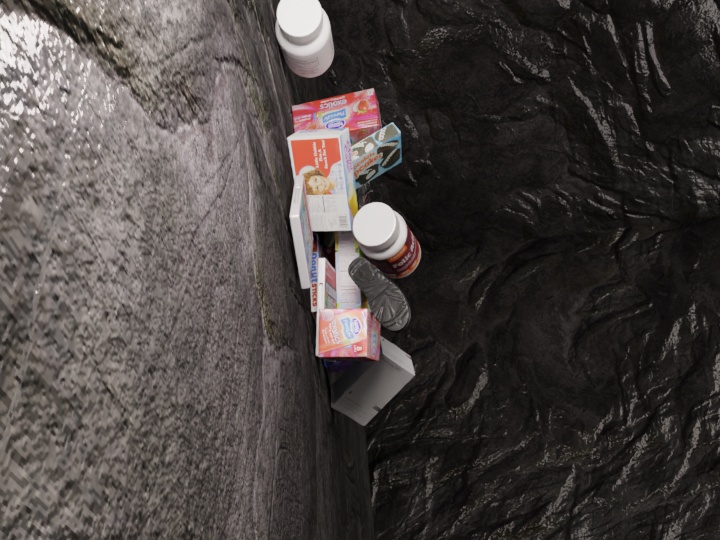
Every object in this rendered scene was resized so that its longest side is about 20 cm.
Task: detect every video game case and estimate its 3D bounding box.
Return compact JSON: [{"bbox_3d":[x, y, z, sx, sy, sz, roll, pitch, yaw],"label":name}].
[{"bbox_3d":[-0.110,-0.078,1.191,0.201,0.017,0.145,-94,178,-61],"label":"video game case"},{"bbox_3d":[-0.071,0.088,1.345,0.143,0.017,0.204,56,34,-75],"label":"video game case"}]

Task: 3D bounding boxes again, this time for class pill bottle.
[{"bbox_3d":[-0.115,-0.485,1.289,0.200,0.112,0.117,63,20,-88],"label":"pill bottle"},{"bbox_3d":[0.058,-0.065,1.368,0.200,0.112,0.116,44,37,-64],"label":"pill bottle"}]

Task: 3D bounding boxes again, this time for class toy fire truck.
[{"bbox_3d":[-0.064,-0.040,1.734,0.176,0.126,0.203,-92,165,-74],"label":"toy fire truck"}]

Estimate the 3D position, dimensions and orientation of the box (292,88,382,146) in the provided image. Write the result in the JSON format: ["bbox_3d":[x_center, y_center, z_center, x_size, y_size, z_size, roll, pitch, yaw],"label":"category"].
[{"bbox_3d":[-0.050,-0.330,1.436,0.096,0.196,0.102,63,19,-68],"label":"box"}]

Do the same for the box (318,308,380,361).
[{"bbox_3d":[-0.019,0.136,1.292,0.200,0.101,0.097,51,38,-77],"label":"box"}]

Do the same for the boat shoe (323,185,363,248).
[{"bbox_3d":[-0.030,-0.146,1.531,0.074,0.062,0.204,-121,-134,-56],"label":"boat shoe"}]

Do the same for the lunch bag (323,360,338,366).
[{"bbox_3d":[-0.065,0.114,1.513,0.151,0.093,0.203,4,67,-86],"label":"lunch bag"}]

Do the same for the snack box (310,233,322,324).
[{"bbox_3d":[-0.098,0.021,1.405,0.072,0.024,0.203,77,7,-57],"label":"snack box"}]

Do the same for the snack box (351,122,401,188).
[{"bbox_3d":[0.002,-0.240,1.413,0.037,0.198,0.117,54,-10,23],"label":"snack box"}]

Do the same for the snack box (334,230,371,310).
[{"bbox_3d":[0.000,0.000,1.467,0.168,0.066,0.204,9,77,-68],"label":"snack box"}]

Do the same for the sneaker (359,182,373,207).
[{"bbox_3d":[-0.002,-0.204,1.713,0.202,0.073,0.081,82,-14,-49],"label":"sneaker"}]

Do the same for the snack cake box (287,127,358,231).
[{"bbox_3d":[-0.075,-0.186,1.301,0.067,0.113,0.203,-56,144,-60],"label":"snack cake box"}]

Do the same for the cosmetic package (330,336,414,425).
[{"bbox_3d":[0.028,0.270,1.534,0.201,0.112,0.082,-49,-158,22],"label":"cosmetic package"}]

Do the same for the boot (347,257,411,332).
[{"bbox_3d":[0.060,0.064,1.313,0.199,0.073,0.162,51,5,31],"label":"boot"}]

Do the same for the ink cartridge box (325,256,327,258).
[{"bbox_3d":[-0.077,0.044,1.948,0.201,0.040,0.202,-95,178,-55],"label":"ink cartridge box"}]

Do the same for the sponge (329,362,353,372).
[{"bbox_3d":[-0.031,0.188,1.671,0.202,0.109,0.030,-95,180,-52],"label":"sponge"}]
